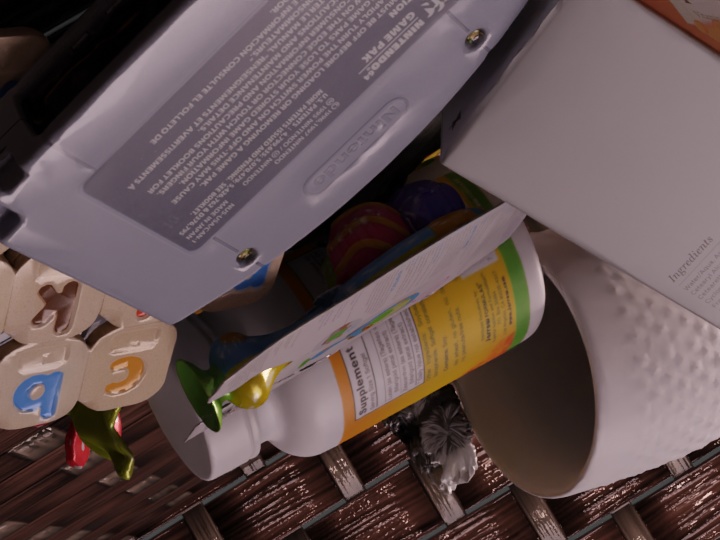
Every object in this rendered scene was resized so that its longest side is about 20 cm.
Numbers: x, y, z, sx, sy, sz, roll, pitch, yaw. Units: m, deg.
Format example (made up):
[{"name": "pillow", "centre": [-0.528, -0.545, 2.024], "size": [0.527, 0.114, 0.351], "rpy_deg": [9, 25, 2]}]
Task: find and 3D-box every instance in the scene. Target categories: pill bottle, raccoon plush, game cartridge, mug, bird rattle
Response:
[{"name": "pill bottle", "centre": [-0.013, 0.027, 0.859], "size": [0.199, 0.112, 0.111], "rpy_deg": [-27, 171, -22]}, {"name": "raccoon plush", "centre": [-0.027, 0.054, 1.004], "size": [0.096, 0.201, 0.134], "rpy_deg": [-29, -169, -24]}, {"name": "game cartridge", "centre": [-0.032, -0.069, 0.571], "size": [0.200, 0.042, 0.133], "rpy_deg": [-42, 149, 12]}, {"name": "mug", "centre": [0.150, 0.034, 0.985], "size": [0.174, 0.149, 0.200], "rpy_deg": [-13, -163, -28]}, {"name": "bird rattle", "centre": [-0.132, 0.046, 0.948], "size": [0.163, 0.113, 0.200], "rpy_deg": [-48, 176, -2]}]

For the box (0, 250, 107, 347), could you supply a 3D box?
[{"name": "box", "centre": [-0.155, 0.003, 0.741], "size": [0.157, 0.050, 0.200], "rpy_deg": [-27, 170, -29]}]

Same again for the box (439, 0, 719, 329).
[{"name": "box", "centre": [0.139, -0.060, 0.669], "size": [0.098, 0.199, 0.125], "rpy_deg": [-52, -162, 30]}]

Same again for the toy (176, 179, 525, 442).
[{"name": "toy", "centre": [0.000, 0.000, 0.750], "size": [0.199, 0.047, 0.115], "rpy_deg": [-35, 173, -22]}]

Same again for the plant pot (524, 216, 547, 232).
[{"name": "plant pot", "centre": [0.166, -0.086, 1.061], "size": [0.187, 0.188, 0.200], "rpy_deg": [-34, 159, 13]}]

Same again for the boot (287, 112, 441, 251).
[{"name": "boot", "centre": [-0.016, -0.055, 0.724], "size": [0.131, 0.068, 0.199], "rpy_deg": [-47, 159, 21]}]

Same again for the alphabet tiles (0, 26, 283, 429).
[{"name": "alphabet tiles", "centre": [-0.111, -0.013, 0.616], "size": [0.198, 0.015, 0.197], "rpy_deg": [-10, 137, -32]}]

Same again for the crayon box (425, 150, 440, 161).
[{"name": "crayon box", "centre": [0.023, -0.085, 0.888], "size": [0.126, 0.051, 0.200], "rpy_deg": [-33, 172, 9]}]
